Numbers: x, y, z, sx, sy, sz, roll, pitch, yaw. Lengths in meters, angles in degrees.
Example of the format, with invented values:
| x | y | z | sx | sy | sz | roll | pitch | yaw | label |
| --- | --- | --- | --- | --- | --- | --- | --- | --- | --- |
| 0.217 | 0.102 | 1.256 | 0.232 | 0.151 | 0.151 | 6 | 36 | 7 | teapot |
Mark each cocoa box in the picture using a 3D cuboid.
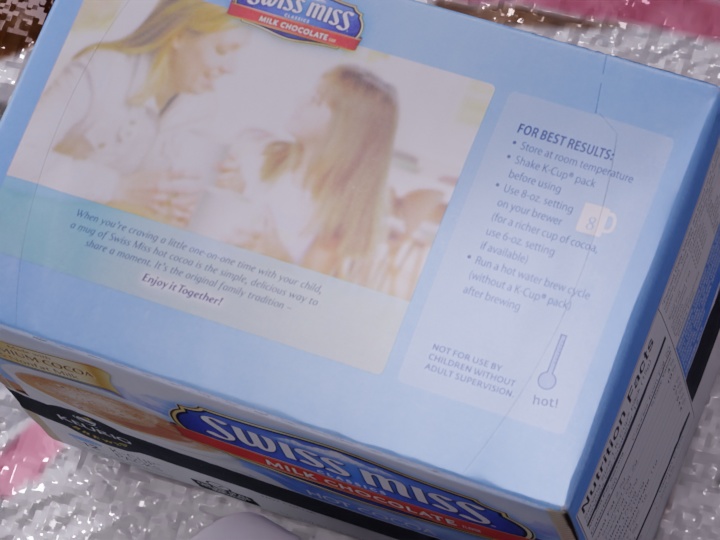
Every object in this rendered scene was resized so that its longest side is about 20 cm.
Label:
| x | y | z | sx | sy | sz | roll | pitch | yaw | label |
| --- | --- | --- | --- | --- | --- | --- | --- | --- | --- |
| 0.000 | 0.000 | 0.874 | 0.200 | 0.131 | 0.134 | 17 | 75 | 17 | cocoa box |

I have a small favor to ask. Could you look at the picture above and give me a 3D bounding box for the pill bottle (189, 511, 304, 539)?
| x | y | z | sx | sy | sz | roll | pitch | yaw | label |
| --- | --- | --- | --- | --- | --- | --- | --- | --- | --- |
| 0.027 | 0.155 | 0.822 | 0.200 | 0.114 | 0.114 | 30 | 79 | 20 | pill bottle |
